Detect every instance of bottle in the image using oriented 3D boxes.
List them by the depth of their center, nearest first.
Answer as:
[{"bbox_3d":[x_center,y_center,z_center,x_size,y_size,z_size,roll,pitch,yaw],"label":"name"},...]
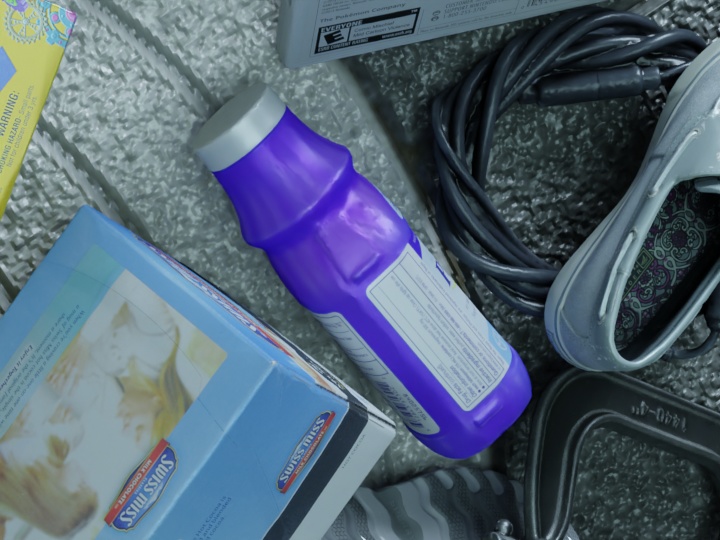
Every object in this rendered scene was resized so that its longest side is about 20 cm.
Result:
[{"bbox_3d":[0.000,0.000,0.828,0.065,0.083,0.200,-42,109,-4],"label":"bottle"}]

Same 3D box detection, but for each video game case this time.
[{"bbox_3d":[0.064,-0.166,0.776,0.198,0.183,0.022,-14,67,-14],"label":"video game case"}]

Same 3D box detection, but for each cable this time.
[{"bbox_3d":[0.126,-0.050,0.873,0.199,0.051,0.165,24,93,-19],"label":"cable"}]

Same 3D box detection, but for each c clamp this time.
[{"bbox_3d":[0.136,0.138,0.888,0.199,0.027,0.173,15,71,-35],"label":"c clamp"}]

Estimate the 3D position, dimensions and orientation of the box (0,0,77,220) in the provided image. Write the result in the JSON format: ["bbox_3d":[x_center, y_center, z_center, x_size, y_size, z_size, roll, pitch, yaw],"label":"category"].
[{"bbox_3d":[-0.247,-0.052,0.722,0.191,0.122,0.202,20,95,-19],"label":"box"}]

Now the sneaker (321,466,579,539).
[{"bbox_3d":[0.024,0.151,0.886,0.198,0.075,0.082,7,134,-23],"label":"sneaker"}]

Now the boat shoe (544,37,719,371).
[{"bbox_3d":[0.168,-0.033,0.833,0.070,0.071,0.202,38,83,-23],"label":"boat shoe"}]

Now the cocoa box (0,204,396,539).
[{"bbox_3d":[-0.108,0.101,0.763,0.201,0.133,0.131,-54,150,0],"label":"cocoa box"}]
